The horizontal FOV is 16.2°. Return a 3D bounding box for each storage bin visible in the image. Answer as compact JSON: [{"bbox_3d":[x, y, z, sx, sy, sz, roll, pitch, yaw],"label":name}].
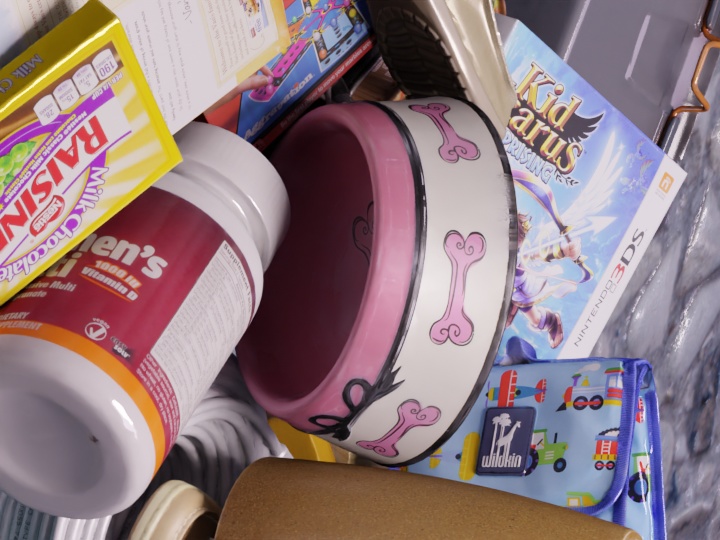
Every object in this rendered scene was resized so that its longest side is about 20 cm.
[{"bbox_3d":[0.149,-0.150,1.617,0.134,0.145,0.200,22,88,-52],"label":"storage bin"}]

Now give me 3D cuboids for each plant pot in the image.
[{"bbox_3d":[0.047,0.183,1.304,0.186,0.200,0.187,-6,90,-69],"label":"plant pot"}]

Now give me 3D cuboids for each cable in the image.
[{"bbox_3d":[-0.123,0.126,1.361,0.200,0.069,0.200,-51,146,-31],"label":"cable"}]

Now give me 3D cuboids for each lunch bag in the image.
[{"bbox_3d":[0.095,0.137,1.443,0.094,0.150,0.200,28,59,-56],"label":"lunch bag"}]

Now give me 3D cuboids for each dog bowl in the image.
[{"bbox_3d":[0.000,0.000,1.329,0.074,0.200,0.201,10,100,-27],"label":"dog bowl"}]

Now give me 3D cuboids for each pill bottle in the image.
[{"bbox_3d":[-0.114,0.019,1.247,0.200,0.109,0.110,-60,152,-44],"label":"pill bottle"}]

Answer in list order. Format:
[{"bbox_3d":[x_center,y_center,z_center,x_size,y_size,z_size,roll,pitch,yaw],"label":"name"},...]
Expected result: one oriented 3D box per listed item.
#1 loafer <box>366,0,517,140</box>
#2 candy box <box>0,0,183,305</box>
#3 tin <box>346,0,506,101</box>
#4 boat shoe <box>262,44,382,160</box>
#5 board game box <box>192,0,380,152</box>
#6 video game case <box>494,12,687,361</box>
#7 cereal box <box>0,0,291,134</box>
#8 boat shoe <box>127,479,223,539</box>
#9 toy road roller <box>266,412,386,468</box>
[{"bbox_3d":[0.041,-0.155,1.350,0.068,0.076,0.200,-41,124,-22],"label":"loafer"},{"bbox_3d":[-0.176,-0.027,1.155,0.200,0.026,0.102,-40,143,-15],"label":"candy box"},{"bbox_3d":[0.023,-0.094,1.498,0.200,0.042,0.112,-52,162,-32],"label":"tin"},{"bbox_3d":[-0.009,-0.134,1.414,0.200,0.057,0.067,-59,150,-21],"label":"boat shoe"},{"bbox_3d":[-0.027,-0.153,1.352,0.200,0.019,0.103,-45,125,-26],"label":"board game box"},{"bbox_3d":[0.091,-0.030,1.508,0.200,0.045,0.181,35,80,-44],"label":"video game case"},{"bbox_3d":[-0.123,-0.118,1.211,0.200,0.039,0.144,-39,139,-29],"label":"cereal box"},{"bbox_3d":[-0.067,0.179,1.351,0.073,0.063,0.200,-57,148,-21],"label":"boat shoe"},{"bbox_3d":[-0.033,0.185,1.536,0.123,0.146,0.200,10,61,-61],"label":"toy road roller"}]
